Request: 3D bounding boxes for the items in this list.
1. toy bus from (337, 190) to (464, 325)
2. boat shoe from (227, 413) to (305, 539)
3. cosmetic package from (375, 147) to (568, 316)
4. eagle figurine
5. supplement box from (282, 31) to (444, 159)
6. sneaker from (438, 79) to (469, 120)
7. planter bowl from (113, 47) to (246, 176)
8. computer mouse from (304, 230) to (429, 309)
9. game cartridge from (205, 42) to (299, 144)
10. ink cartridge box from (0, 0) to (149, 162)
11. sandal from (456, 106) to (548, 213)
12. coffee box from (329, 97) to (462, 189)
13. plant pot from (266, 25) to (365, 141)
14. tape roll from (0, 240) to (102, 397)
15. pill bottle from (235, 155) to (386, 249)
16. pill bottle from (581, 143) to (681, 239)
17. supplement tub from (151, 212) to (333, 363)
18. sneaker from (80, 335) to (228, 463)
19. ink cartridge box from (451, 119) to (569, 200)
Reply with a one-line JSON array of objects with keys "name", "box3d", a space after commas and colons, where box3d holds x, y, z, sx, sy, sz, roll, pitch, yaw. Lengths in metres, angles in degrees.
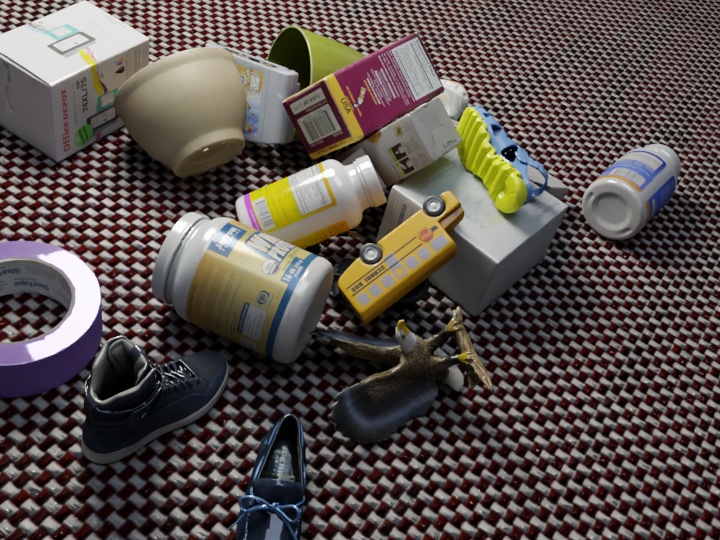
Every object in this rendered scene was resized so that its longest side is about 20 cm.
[{"name": "toy bus", "box3d": [0.060, -0.019, 1.103, 0.200, 0.065, 0.078, -37, 77, -6]}, {"name": "boat shoe", "box3d": [-0.100, 0.246, 0.896, 0.084, 0.069, 0.200, 6, 45, -10]}, {"name": "cosmetic package", "box3d": [0.169, -0.070, 1.245, 0.200, 0.123, 0.199, 39, 49, 20]}, {"name": "eagle figurine", "box3d": [0.048, 0.118, 1.039, 0.200, 0.151, 0.152, -20, 11, 1]}, {"name": "supplement box", "box3d": [0.006, -0.265, 1.240, 0.200, 0.131, 0.103, -34, 103, -32]}, {"name": "sneaker", "box3d": [0.099, -0.326, 1.513, 0.200, 0.076, 0.092, 19, 49, 5]}, {"name": "planter bowl", "box3d": [-0.257, -0.228, 1.253, 0.200, 0.200, 0.135, -21, 82, -31]}, {"name": "computer mouse", "box3d": [0.000, 0.000, 1.186, 0.200, 0.046, 0.141, 2, 49, 3]}, {"name": "game cartridge", "box3d": [-0.186, -0.283, 1.336, 0.200, 0.133, 0.042, 26, 26, 31]}, {"name": "ink cartridge box", "box3d": [-0.454, -0.298, 1.279, 0.146, 0.147, 0.200, 32, 48, 15]}, {"name": "sandal", "box3d": [0.210, -0.166, 1.216, 0.087, 0.080, 0.200, -8, 56, -27]}, {"name": "coffee box", "box3d": [0.038, -0.171, 1.236, 0.080, 0.200, 0.114, 60, 36, -7]}, {"name": "plant pot", "box3d": [-0.040, -0.304, 1.396, 0.200, 0.187, 0.187, 1, 45, -32]}, {"name": "tape roll", "box3d": [-0.421, 0.055, 0.999, 0.200, 0.066, 0.200, 7, 45, -7]}, {"name": "pill bottle", "box3d": [-0.068, -0.091, 1.160, 0.200, 0.104, 0.104, -22, 51, 2]}, {"name": "pill bottle", "box3d": [0.474, -0.143, 1.407, 0.112, 0.112, 0.200, 36, 47, 20]}, {"name": "supplement tub", "box3d": [-0.150, 0.019, 1.052, 0.200, 0.145, 0.145, 23, 45, 7]}, {"name": "sneaker", "box3d": [-0.226, 0.120, 0.934, 0.077, 0.146, 0.202, 36, 47, 22]}, {"name": "ink cartridge box", "box3d": [0.236, -0.181, 1.375, 0.200, 0.045, 0.176, 41, 23, 24]}]
